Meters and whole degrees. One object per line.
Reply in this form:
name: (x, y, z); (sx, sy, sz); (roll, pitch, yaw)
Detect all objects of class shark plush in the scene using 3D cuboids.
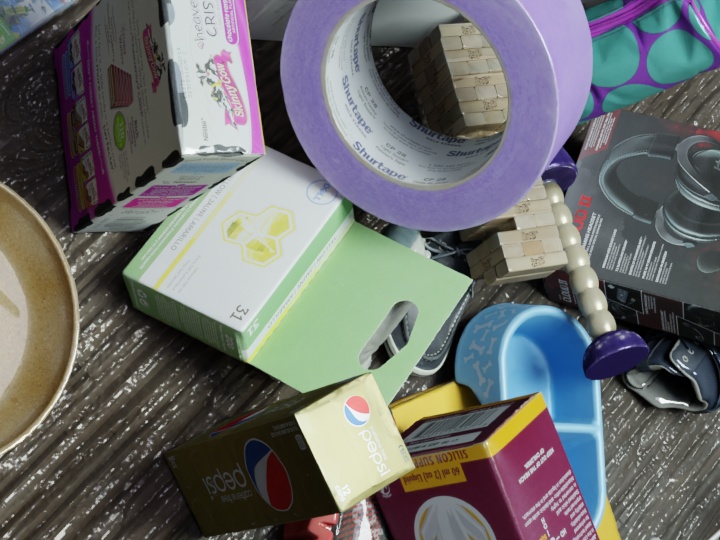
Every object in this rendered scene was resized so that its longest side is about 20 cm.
shark plush: (0.000, 0.000, 1.179); (0.083, 0.091, 0.201); (36, 90, 12)

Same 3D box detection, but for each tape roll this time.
tape roll: (0.051, -0.134, 1.106); (0.201, 0.199, 0.085); (53, 35, -8)

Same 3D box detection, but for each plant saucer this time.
plant saucer: (-0.280, 0.030, 1.054); (0.198, 0.035, 0.203); (7, 75, -28)

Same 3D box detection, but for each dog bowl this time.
dog bowl: (0.131, 0.119, 1.228); (0.110, 0.049, 0.203); (6, 75, -29)

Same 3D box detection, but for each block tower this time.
block tower: (0.091, -0.089, 1.219); (0.057, 0.054, 0.202); (-7, 75, -27)

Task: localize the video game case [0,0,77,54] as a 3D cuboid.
video game case: (-0.287, -0.207, 1.119); (0.200, 0.018, 0.144); (-42, 99, -30)

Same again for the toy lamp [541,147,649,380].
toy lamp: (0.157, -0.020, 1.233); (0.058, 0.058, 0.202); (-6, 62, -31)

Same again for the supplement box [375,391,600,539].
supplement box: (0.099, 0.199, 1.135); (0.085, 0.110, 0.202); (-32, 102, -50)

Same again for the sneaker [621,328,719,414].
sneaker: (0.261, 0.017, 1.346); (0.145, 0.077, 0.204); (-27, 93, -35)

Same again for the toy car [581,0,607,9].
toy car: (0.250, -0.292, 1.357); (0.149, 0.199, 0.177); (14, 88, -43)

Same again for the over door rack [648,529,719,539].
over door rack: (0.291, 0.264, 1.288); (0.199, 0.067, 0.149); (-31, 105, -14)

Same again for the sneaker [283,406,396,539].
sneaker: (-0.010, 0.188, 1.152); (0.097, 0.071, 0.202); (35, 61, -24)

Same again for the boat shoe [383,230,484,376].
boat shoe: (0.064, -0.017, 1.250); (0.074, 0.062, 0.202); (27, 67, -24)

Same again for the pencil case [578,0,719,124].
pencil case: (0.184, -0.167, 1.268); (0.092, 0.198, 0.086); (36, 43, -46)

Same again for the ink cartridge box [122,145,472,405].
ink cartridge box: (-0.042, 0.003, 1.130); (0.198, 0.048, 0.146); (25, 59, 21)

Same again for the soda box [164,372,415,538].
soda box: (-0.051, 0.123, 1.067); (0.064, 0.199, 0.068); (-27, 92, -32)

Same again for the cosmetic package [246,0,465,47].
cosmetic package: (0.010, -0.225, 1.241); (0.198, 0.113, 0.082); (0, 77, -28)

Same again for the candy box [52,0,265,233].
candy box: (-0.137, -0.113, 1.075); (0.060, 0.199, 0.138); (-3, 79, -29)

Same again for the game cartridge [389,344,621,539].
game cartridge: (0.108, 0.176, 1.249); (0.175, 0.032, 0.202); (-19, 90, -32)

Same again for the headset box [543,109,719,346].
headset box: (0.241, -0.035, 1.293); (0.198, 0.077, 0.150); (16, 70, 18)
